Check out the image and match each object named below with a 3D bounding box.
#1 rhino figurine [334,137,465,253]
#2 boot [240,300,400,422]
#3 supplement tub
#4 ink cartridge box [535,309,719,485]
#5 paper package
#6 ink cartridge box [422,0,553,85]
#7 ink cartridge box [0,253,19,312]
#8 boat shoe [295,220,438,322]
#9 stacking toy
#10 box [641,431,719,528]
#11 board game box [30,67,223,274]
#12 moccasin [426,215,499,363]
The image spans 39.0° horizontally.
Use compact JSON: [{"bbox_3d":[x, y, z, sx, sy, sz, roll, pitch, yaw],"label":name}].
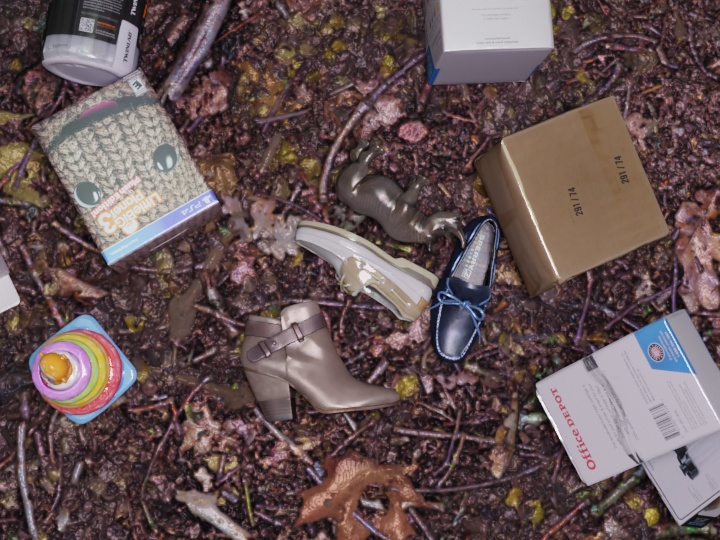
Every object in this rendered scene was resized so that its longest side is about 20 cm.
[{"bbox_3d":[0.054,-0.087,1.332,0.199,0.060,0.088,35,89,8],"label":"rhino figurine"},{"bbox_3d":[-0.054,0.113,1.307,0.198,0.070,0.147,-6,82,-5],"label":"boot"},{"bbox_3d":[-0.335,-0.348,1.308,0.122,0.123,0.202,9,84,-3],"label":"supplement tub"},{"bbox_3d":[0.340,0.158,1.263,0.200,0.084,0.145,-33,77,34],"label":"ink cartridge box"},{"bbox_3d":[0.275,-0.096,1.325,0.190,0.103,0.201,-22,85,-16],"label":"paper package"},{"bbox_3d":[0.159,-0.363,1.334,0.144,0.147,0.202,-3,84,-4],"label":"ink cartridge box"},{"bbox_3d":[-0.528,-0.026,1.286,0.116,0.068,0.201,-27,86,-6],"label":"ink cartridge box"},{"bbox_3d":[0.000,0.000,1.319,0.199,0.075,0.069,25,80,0],"label":"boat shoe"},{"bbox_3d":[-0.350,0.120,1.217,0.110,0.200,0.116,-40,89,-7],"label":"stacking toy"},{"bbox_3d":[0.453,0.216,1.265,0.200,0.060,0.117,-48,48,24],"label":"box"},{"bbox_3d":[-0.294,-0.125,1.300,0.159,0.097,0.201,-31,87,-7],"label":"board game box"},{"bbox_3d":[0.134,0.020,1.329,0.080,0.068,0.201,11,83,-3],"label":"moccasin"}]
